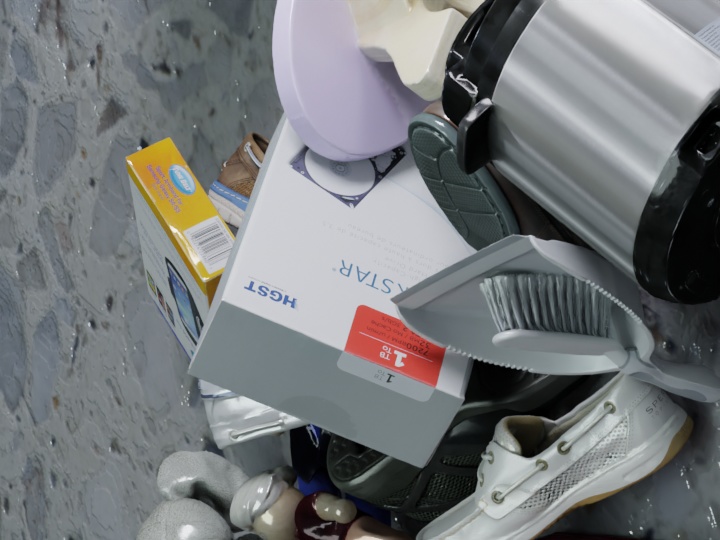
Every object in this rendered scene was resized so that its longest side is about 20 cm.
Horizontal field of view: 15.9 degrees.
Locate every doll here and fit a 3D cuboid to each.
[{"bbox_3d":[-0.013,0.119,1.757,0.136,0.048,0.201,-3,101,39],"label":"doll"}]

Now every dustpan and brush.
[{"bbox_3d":[0.134,0.038,1.459,0.140,0.200,0.057,-29,58,53],"label":"dustpan and brush"}]

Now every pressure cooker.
[{"bbox_3d":[0.153,-0.102,1.390,0.200,0.176,0.179,40,110,27],"label":"pressure cooker"}]

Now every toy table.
[{"bbox_3d":[0.039,-0.167,1.547,0.117,0.184,0.200,-18,56,52],"label":"toy table"}]

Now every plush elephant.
[{"bbox_3d":[-0.116,0.229,1.846,0.155,0.165,0.200,42,128,-18],"label":"plush elephant"}]

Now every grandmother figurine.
[{"bbox_3d":[-0.001,0.179,1.682,0.200,0.061,0.121,19,150,31],"label":"grandmother figurine"}]

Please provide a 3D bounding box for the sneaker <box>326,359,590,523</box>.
[{"bbox_3d":[0.086,0.095,1.633,0.199,0.114,0.076,-37,46,20],"label":"sneaker"}]

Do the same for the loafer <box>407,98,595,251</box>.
[{"bbox_3d":[0.096,-0.032,1.512,0.072,0.063,0.200,17,147,53],"label":"loafer"}]

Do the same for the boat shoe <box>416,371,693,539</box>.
[{"bbox_3d":[0.105,0.117,1.561,0.200,0.071,0.069,-33,101,25],"label":"boat shoe"}]

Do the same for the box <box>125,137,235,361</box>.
[{"bbox_3d":[-0.115,0.010,1.820,0.119,0.041,0.200,56,166,27],"label":"box"}]

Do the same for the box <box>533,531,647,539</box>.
[{"bbox_3d":[0.154,0.220,1.549,0.200,0.095,0.100,-3,98,53],"label":"box"}]

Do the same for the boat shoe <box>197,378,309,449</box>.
[{"bbox_3d":[-0.007,0.078,1.690,0.200,0.074,0.066,-9,95,19],"label":"boat shoe"}]

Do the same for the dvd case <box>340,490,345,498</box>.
[{"bbox_3d":[-0.028,0.055,1.811,0.200,0.016,0.149,52,136,32],"label":"dvd case"}]

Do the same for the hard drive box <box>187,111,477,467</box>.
[{"bbox_3d":[0.000,0.000,1.565,0.077,0.156,0.200,118,171,-46],"label":"hard drive box"}]

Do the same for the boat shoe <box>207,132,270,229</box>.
[{"bbox_3d":[-0.027,-0.042,1.736,0.200,0.072,0.073,25,98,38],"label":"boat shoe"}]
